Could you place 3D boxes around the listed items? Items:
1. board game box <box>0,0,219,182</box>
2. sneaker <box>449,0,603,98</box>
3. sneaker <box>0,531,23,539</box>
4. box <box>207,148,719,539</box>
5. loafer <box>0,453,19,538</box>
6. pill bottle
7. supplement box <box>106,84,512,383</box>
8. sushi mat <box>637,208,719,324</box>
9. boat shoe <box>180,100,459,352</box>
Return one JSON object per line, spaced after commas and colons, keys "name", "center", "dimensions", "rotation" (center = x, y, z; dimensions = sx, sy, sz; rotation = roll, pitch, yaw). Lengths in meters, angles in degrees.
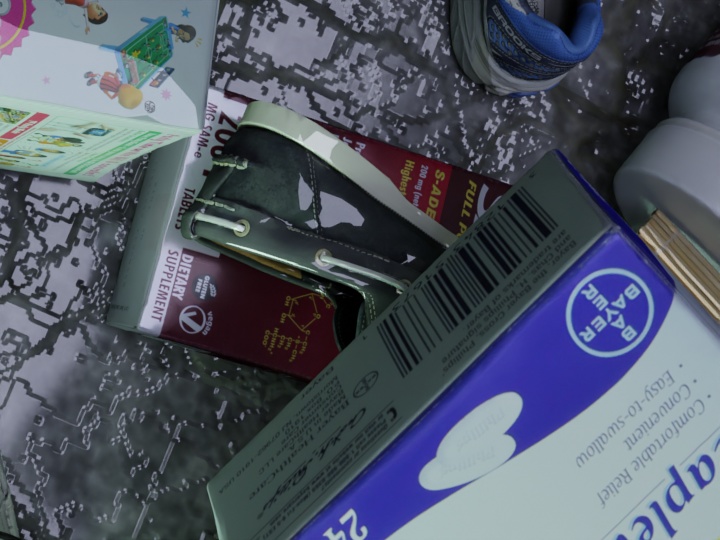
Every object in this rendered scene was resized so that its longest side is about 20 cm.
{"name": "board game box", "center": [-0.171, -0.086, 0.768], "dimensions": [0.198, 0.147, 0.065], "rotation": [9, 81, -23]}
{"name": "sneaker", "center": [0.081, -0.181, 0.915], "dimensions": [0.076, 0.085, 0.202], "rotation": [-9, 93, -20]}
{"name": "sneaker", "center": [-0.112, 0.182, 0.818], "dimensions": [0.083, 0.080, 0.201], "rotation": [-45, 129, -19]}
{"name": "box", "center": [0.078, 0.098, 0.739], "dimensions": [0.184, 0.105, 0.200], "rotation": [-44, 109, 6]}
{"name": "loafer", "center": [-0.174, 0.102, 0.832], "dimensions": [0.069, 0.070, 0.202], "rotation": [-18, 97, -19]}
{"name": "pill bottle", "center": [0.215, -0.083, 0.949], "dimensions": [0.114, 0.114, 0.200], "rotation": [46, 76, -14]}
{"name": "supplement box", "center": [0.000, 0.000, 0.900], "dimensions": [0.198, 0.061, 0.110], "rotation": [16, 85, -21]}
{"name": "sushi mat", "center": [0.172, 0.073, 0.905], "dimensions": [0.200, 0.012, 0.096], "rotation": [46, 65, -4]}
{"name": "boat shoe", "center": [0.019, 0.015, 0.836], "dimensions": [0.199, 0.072, 0.068], "rotation": [35, 72, -9]}
